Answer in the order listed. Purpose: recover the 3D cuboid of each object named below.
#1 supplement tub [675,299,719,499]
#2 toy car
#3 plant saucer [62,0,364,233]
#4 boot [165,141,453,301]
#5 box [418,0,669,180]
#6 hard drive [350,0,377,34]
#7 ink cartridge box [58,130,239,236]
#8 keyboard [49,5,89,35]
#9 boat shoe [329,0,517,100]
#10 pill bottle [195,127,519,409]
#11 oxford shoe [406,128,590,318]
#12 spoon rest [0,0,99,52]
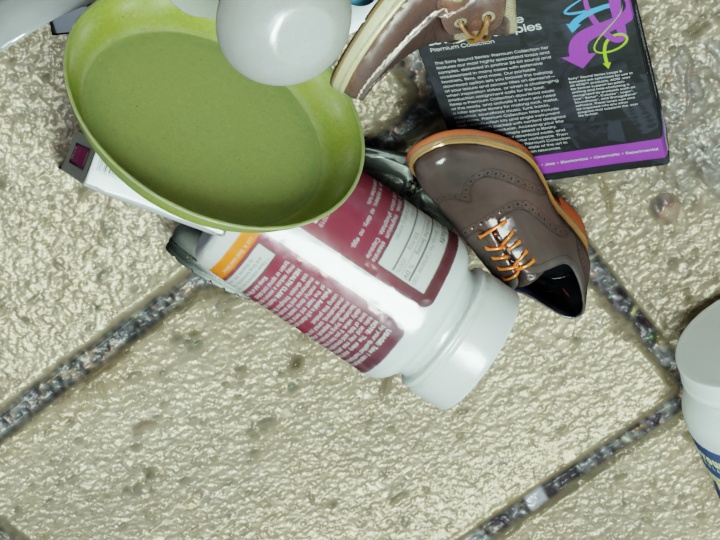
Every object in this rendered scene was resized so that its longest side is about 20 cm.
[{"bbox_3d":[0.325,0.123,1.404,0.145,0.145,0.200,-24,118,8],"label":"supplement tub"},{"bbox_3d":[-0.049,-0.221,1.126,0.150,0.175,0.200,-26,125,-13],"label":"toy car"},{"bbox_3d":[-0.093,-0.096,1.174,0.199,0.200,0.031,21,134,-15],"label":"plant saucer"},{"bbox_3d":[-0.029,-0.038,1.344,0.199,0.068,0.131,16,104,-13],"label":"boot"},{"bbox_3d":[0.121,-0.132,1.253,0.142,0.036,0.200,-7,145,14],"label":"box"},{"bbox_3d":[-0.028,-0.254,1.217,0.132,0.027,0.200,-26,109,7],"label":"hard drive"},{"bbox_3d":[-0.144,-0.059,1.249,0.094,0.200,0.037,21,89,-15],"label":"ink cartridge box"},{"bbox_3d":[-0.111,-0.185,1.260,0.199,0.040,0.104,-7,118,0],"label":"keyboard"},{"bbox_3d":[0.067,-0.168,1.137,0.072,0.072,0.200,44,90,-1],"label":"boat shoe"},{"bbox_3d":[0.000,0.000,1.266,0.200,0.114,0.114,34,111,-10],"label":"pill bottle"},{"bbox_3d":[0.103,-0.032,1.297,0.071,0.073,0.200,-30,140,26],"label":"oxford shoe"},{"bbox_3d":[-0.181,-0.186,1.209,0.200,0.099,0.061,-40,107,-6],"label":"spoon rest"}]
